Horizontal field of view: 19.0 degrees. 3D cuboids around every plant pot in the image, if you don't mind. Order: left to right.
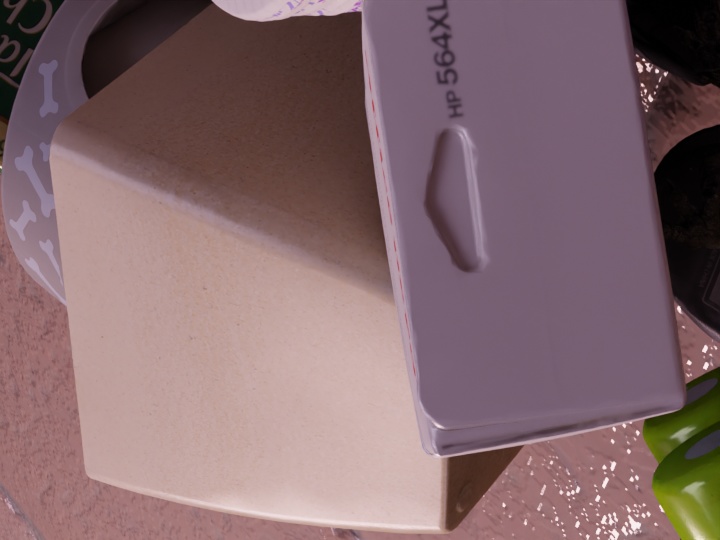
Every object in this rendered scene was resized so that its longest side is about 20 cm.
[{"bbox_3d":[0.000,0.000,0.954,0.176,0.200,0.201,23,135,25],"label":"plant pot"}]

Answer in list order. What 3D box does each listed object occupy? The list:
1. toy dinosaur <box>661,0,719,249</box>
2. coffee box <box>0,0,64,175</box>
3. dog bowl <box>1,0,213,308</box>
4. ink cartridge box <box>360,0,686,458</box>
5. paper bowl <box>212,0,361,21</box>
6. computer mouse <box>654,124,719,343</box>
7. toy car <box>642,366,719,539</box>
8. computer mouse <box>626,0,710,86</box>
[{"bbox_3d":[0.134,-0.040,0.733,0.047,0.088,0.202,-16,71,34],"label":"toy dinosaur"},{"bbox_3d":[-0.185,-0.159,1.066,0.123,0.201,0.044,28,171,-39],"label":"coffee box"},{"bbox_3d":[-0.089,-0.063,1.000,0.058,0.200,0.201,23,135,24],"label":"dog bowl"},{"bbox_3d":[0.050,-0.014,0.738,0.200,0.084,0.147,89,172,-86],"label":"ink cartridge box"},{"bbox_3d":[-0.003,-0.186,0.700,0.200,0.104,0.203,170,90,-68],"label":"paper bowl"},{"bbox_3d":[0.194,0.015,0.793,0.200,0.053,0.139,38,126,24],"label":"computer mouse"},{"bbox_3d":[0.114,0.164,0.860,0.165,0.199,0.158,58,-170,-6],"label":"toy car"},{"bbox_3d":[0.058,-0.145,0.828,0.140,0.046,0.200,34,-179,-41],"label":"computer mouse"}]
